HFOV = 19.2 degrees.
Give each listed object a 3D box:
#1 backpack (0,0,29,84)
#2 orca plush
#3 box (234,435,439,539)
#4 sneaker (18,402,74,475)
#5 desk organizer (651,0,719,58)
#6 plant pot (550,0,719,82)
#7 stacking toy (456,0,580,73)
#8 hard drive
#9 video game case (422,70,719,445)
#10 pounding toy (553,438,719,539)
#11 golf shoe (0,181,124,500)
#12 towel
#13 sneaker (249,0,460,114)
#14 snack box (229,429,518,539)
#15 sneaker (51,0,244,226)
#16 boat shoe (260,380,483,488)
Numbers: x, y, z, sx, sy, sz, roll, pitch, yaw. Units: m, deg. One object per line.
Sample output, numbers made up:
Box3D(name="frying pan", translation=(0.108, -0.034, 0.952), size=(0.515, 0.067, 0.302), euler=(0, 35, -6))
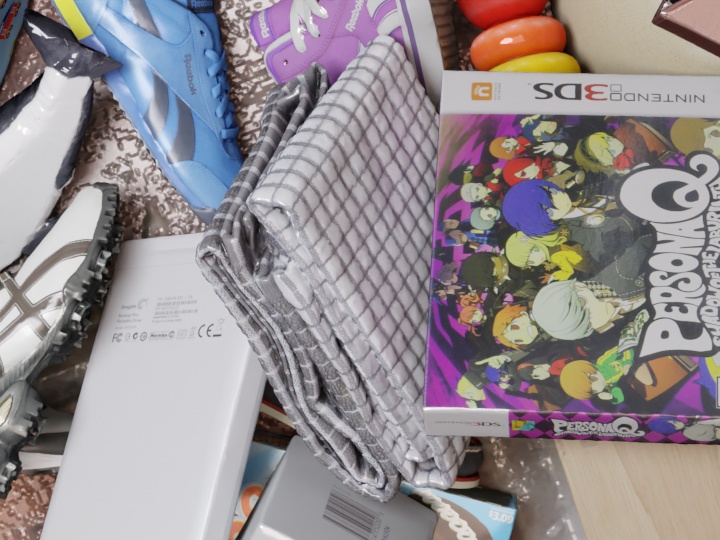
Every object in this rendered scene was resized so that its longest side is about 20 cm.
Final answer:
Box3D(name="backpack", translation=(-0.270, -0.155, 1.159), size=(0.134, 0.200, 0.183), euler=(23, 97, 4))
Box3D(name="orca plush", translation=(-0.213, -0.073, 1.223), size=(0.105, 0.071, 0.200), euler=(-1, 134, -28))
Box3D(name="box", translation=(-0.049, 0.214, 1.181), size=(0.097, 0.124, 0.200), euler=(29, 110, -3))
Box3D(name="sneaker", translation=(-0.238, 0.068, 1.247), size=(0.200, 0.074, 0.079), euler=(18, 93, 3))
Box3D(name="desk organizer", translation=(0.186, -0.129, 0.993), size=(0.077, 0.200, 0.072), euler=(28, 98, 3))
Box3D(name="plant pot", translation=(0.204, -0.162, 1.155), size=(0.200, 0.134, 0.201), euler=(0, 96, 4))
Box3D(name="stacking toy", translation=(0.099, -0.089, 1.175), size=(0.085, 0.085, 0.200), euler=(-13, 82, 6))
Box3D(name="hard drive", translation=(-0.108, 0.076, 1.183), size=(0.132, 0.027, 0.200), euler=(-5, 64, 42))
Box3D(name="video game case", translation=(0.126, -0.010, 1.076), size=(0.181, 0.036, 0.200), euler=(2, 62, 6))
Box3D(name="pounding toy", translation=(0.182, 0.083, 1.173), size=(0.142, 0.200, 0.184), euler=(-17, 109, 6))
Box3D(name="golf shoe", translation=(-0.201, 0.027, 1.194), size=(0.094, 0.078, 0.200), euler=(24, 70, 3))
Box3D(name="towel", translation=(0.000, 0.000, 1.147), size=(0.085, 0.166, 0.200), euler=(-12, 124, 34))
Box3D(name="sneaker", translation=(-0.011, -0.155, 1.165), size=(0.114, 0.073, 0.201), euler=(0, 134, 11))
Box3D(name="snack box", translation=(-0.017, 0.166, 1.255), size=(0.200, 0.037, 0.116), euler=(14, 99, 3))
Box3D(name="sneaker", translation=(-0.100, -0.108, 1.220), size=(0.078, 0.066, 0.200), euler=(-32, 93, 3))
Box3D(name="boat shoe", translation=(-0.016, 0.066, 1.232), size=(0.200, 0.071, 0.063), euler=(24, 95, 6))
